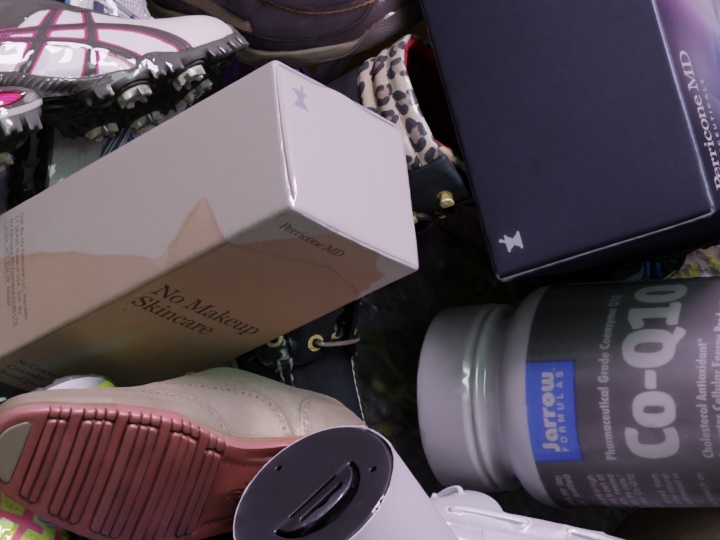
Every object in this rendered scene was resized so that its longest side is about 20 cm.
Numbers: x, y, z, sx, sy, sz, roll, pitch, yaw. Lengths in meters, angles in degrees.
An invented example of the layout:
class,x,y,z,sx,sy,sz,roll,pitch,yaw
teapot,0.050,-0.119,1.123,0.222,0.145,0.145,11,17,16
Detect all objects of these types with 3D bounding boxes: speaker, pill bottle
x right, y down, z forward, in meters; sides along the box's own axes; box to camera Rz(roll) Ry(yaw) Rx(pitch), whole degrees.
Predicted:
class,x,y,z,sx,sy,sz,roll,pitch,yaw
speaker,0.025,0.161,0.994,0.200,0.081,0.081,55,43,-34
pill bottle,0.137,0.061,1.095,0.114,0.200,0.114,-4,90,-66

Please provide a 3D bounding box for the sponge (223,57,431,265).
class,x,y,z,sx,sy,sz,roll,pitch,yaw
sponge,-0.021,-0.099,1.221,0.112,0.030,0.200,11,58,-22

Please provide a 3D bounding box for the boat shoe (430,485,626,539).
class,x,y,z,sx,sy,sz,roll,pitch,yaw
boat shoe,0.055,0.140,1.075,0.200,0.072,0.069,10,48,3

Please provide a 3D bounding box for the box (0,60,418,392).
class,x,y,z,sx,sy,sz,roll,pitch,yaw
box,-0.079,-0.010,1.019,0.095,0.200,0.078,24,49,-44

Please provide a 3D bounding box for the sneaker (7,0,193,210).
class,x,y,z,sx,sy,sz,roll,pitch,yaw
sneaker,-0.129,-0.098,1.147,0.085,0.077,0.200,15,65,-26

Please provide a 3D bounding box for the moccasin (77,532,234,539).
class,x,y,z,sx,sy,sz,roll,pitch,yaw
moccasin,-0.054,0.159,1.025,0.080,0.068,0.200,-34,81,-37

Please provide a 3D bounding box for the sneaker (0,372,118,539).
class,x,y,z,sx,sy,sz,roll,pitch,yaw
sneaker,-0.165,0.129,0.990,0.090,0.078,0.200,43,60,-4

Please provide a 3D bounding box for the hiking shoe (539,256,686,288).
class,x,y,z,sx,sy,sz,roll,pitch,yaw
hiking shoe,0.150,-0.007,1.227,0.087,0.074,0.200,22,60,-28

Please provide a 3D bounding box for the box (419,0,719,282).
class,x,y,z,sx,sy,sz,roll,pitch,yaw
box,0.134,-0.108,1.088,0.198,0.123,0.200,-8,81,-58

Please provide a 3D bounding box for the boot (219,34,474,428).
class,x,y,z,sx,sy,sz,roll,pitch,yaw
boot,-0.001,-0.001,1.077,0.073,0.154,0.204,-11,78,-60

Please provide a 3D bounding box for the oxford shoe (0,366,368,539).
class,x,y,z,sx,sy,sz,roll,pitch,yaw
oxford shoe,-0.082,0.079,1.001,0.200,0.071,0.074,12,29,-31

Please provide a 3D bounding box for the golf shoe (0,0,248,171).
class,x,y,z,sx,sy,sz,roll,pitch,yaw
golf shoe,-0.143,-0.103,1.047,0.200,0.077,0.088,-19,78,-37

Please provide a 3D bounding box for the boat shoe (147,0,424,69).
class,x,y,z,sx,sy,sz,roll,pitch,yaw
boat shoe,-0.050,-0.151,1.124,0.074,0.200,0.073,-35,121,-33

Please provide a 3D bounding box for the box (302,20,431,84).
class,x,y,z,sx,sy,sz,roll,pitch,yaw
box,-0.010,-0.215,1.214,0.112,0.101,0.200,-18,71,-34

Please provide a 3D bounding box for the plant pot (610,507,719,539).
class,x,y,z,sx,sy,sz,roll,pitch,yaw
plant pot,0.231,0.178,1.119,0.200,0.134,0.200,12,57,-20

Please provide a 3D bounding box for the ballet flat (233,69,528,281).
class,x,y,z,sx,sy,sz,roll,pitch,yaw
ballet flat,0.023,-0.056,1.170,0.200,0.046,0.067,28,52,-13
